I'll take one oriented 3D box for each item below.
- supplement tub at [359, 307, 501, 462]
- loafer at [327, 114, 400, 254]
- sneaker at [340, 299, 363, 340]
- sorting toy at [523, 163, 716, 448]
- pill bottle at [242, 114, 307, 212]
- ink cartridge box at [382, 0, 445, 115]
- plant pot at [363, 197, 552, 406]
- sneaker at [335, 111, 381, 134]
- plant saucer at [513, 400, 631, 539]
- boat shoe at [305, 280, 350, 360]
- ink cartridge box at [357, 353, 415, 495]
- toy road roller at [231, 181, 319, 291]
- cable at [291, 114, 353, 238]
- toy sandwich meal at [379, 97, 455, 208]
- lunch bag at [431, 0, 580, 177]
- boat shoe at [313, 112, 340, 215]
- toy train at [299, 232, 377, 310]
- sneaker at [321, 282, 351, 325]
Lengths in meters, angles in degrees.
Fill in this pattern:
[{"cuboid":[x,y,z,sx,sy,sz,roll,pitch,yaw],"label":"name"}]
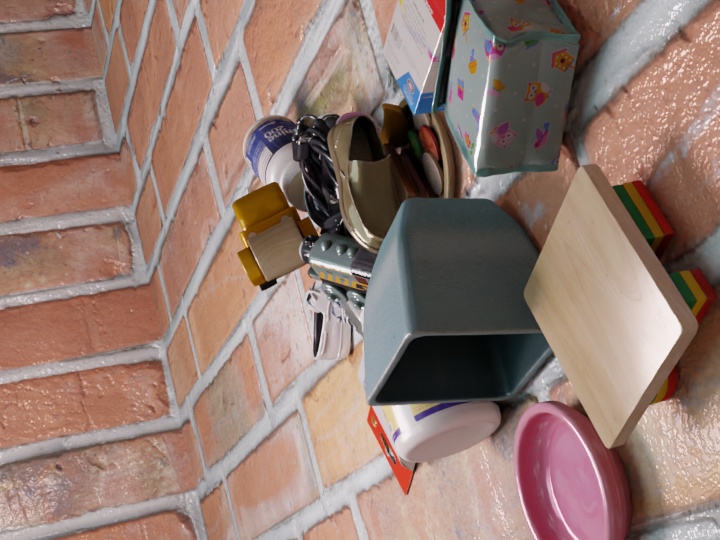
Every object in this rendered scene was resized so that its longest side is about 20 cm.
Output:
[{"cuboid":[0.086,0.131,1.530,0.146,0.143,0.202,117,139,-57],"label":"supplement tub"},{"cuboid":[0.008,-0.117,1.545,0.202,0.075,0.068,69,152,18],"label":"loafer"},{"cuboid":[0.044,0.083,1.688,0.200,0.081,0.076,47,-173,36],"label":"sneaker"},{"cuboid":[0.257,0.033,1.151,0.200,0.069,0.202,106,147,-49],"label":"sorting toy"},{"cuboid":[-0.118,-0.176,1.968,0.200,0.109,0.112,-131,37,-53],"label":"pill bottle"},{"cuboid":[0.095,-0.303,1.425,0.201,0.066,0.117,110,144,-52],"label":"ink cartridge box"},{"cuboid":[0.107,0.026,1.390,0.197,0.193,0.203,117,149,-57],"label":"plant pot"},{"cuboid":[0.005,-0.132,1.728,0.089,0.079,0.203,122,134,-70],"label":"sneaker"},{"cuboid":[0.240,0.243,1.312,0.200,0.050,0.204,170,90,-68],"label":"plant saucer"},{"cuboid":[-0.059,0.054,1.971,0.072,0.068,0.203,-141,47,-59],"label":"boat shoe"},{"cuboid":[0.039,0.235,1.826,0.163,0.056,0.202,61,147,38],"label":"ink cartridge box"},{"cuboid":[-0.139,-0.062,1.817,0.148,0.122,0.200,63,177,3],"label":"toy road roller"},{"cuboid":[-0.042,-0.119,1.691,0.164,0.050,0.201,52,157,30],"label":"cable"},{"cuboid":[0.060,-0.134,1.585,0.205,0.069,0.209,170,90,-69],"label":"toy sandwich meal"},{"cuboid":[0.145,-0.225,1.263,0.201,0.120,0.172,-112,20,-48],"label":"lunch bag"},{"cuboid":[-0.035,-0.137,1.797,0.060,0.075,0.203,-121,16,-70],"label":"boat shoe"},{"cuboid":[0.000,0.000,1.645,0.198,0.086,0.114,17,154,41],"label":"toy train"},{"cuboid":[-0.003,0.061,1.811,0.200,0.084,0.078,-131,37,-52],"label":"sneaker"}]
